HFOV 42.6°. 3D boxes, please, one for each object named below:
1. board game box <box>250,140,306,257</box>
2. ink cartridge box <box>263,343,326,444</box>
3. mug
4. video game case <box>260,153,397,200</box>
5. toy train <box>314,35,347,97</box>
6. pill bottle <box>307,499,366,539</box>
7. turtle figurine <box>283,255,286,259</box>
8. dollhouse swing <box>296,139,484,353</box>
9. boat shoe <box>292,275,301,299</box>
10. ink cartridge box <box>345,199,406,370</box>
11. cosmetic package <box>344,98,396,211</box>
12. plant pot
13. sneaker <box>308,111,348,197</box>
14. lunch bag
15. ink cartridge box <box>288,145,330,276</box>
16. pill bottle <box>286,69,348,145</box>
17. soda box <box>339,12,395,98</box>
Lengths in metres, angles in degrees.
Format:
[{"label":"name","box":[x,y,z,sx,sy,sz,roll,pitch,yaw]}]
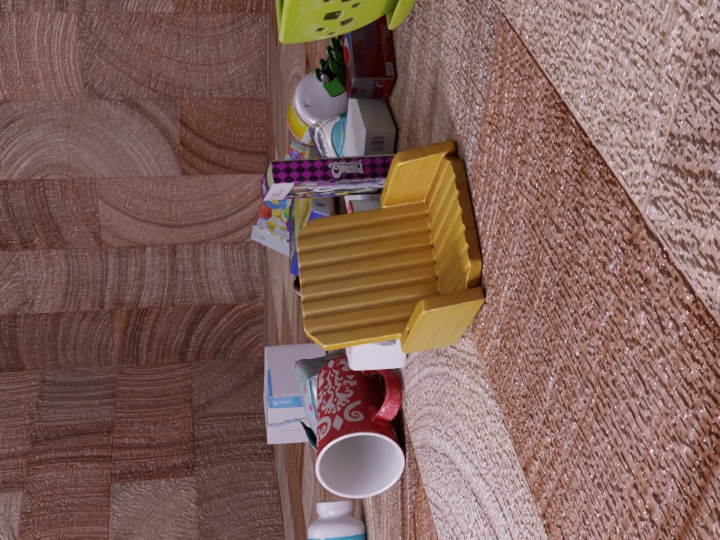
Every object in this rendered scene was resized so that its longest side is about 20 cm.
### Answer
[{"label":"board game box","box":[-0.138,-0.144,1.903,0.105,0.102,0.201,126,167,-74]},{"label":"ink cartridge box","box":[-0.152,0.293,2.182,0.201,0.145,0.147,98,166,-47]},{"label":"mug","box":[0.008,0.225,1.442,0.134,0.177,0.201,51,-166,-29]},{"label":"video game case","box":[-0.031,-0.126,1.259,0.181,0.198,0.036,169,97,-79]},{"label":"toy train","box":[-0.023,-0.338,1.440,0.056,0.042,0.201,51,-145,-26]},{"label":"pill bottle","box":[-0.041,0.535,1.727,0.111,0.110,0.202,128,139,-74]},{"label":"turtle figurine","box":[-0.141,-0.117,2.159,0.200,0.100,0.151,-49,57,54]},{"label":"dollhouse swing","box":[0.023,-0.022,1.053,0.182,0.174,0.202,108,158,-63]},{"label":"boat shoe","box":[-0.118,0.044,2.183,0.202,0.074,0.075,-105,1,-72]},{"label":"ink cartridge box","box":[0.023,0.021,1.315,0.147,0.082,0.201,-104,16,-49]},{"label":"cosmetic package","box":[0.010,-0.172,1.435,0.151,0.051,0.201,-107,17,-48]},{"label":"plant pot","box":[-0.013,-0.413,1.141,0.200,0.180,0.201,125,140,-73]},{"label":"sneaker","box":[-0.023,-0.189,1.564,0.078,0.079,0.200,55,172,31]},{"label":"lunch bag","box":[-0.048,0.263,1.679,0.170,0.121,0.202,-152,52,-76]},{"label":"ink cartridge box","box":[-0.095,-0.085,1.674,0.198,0.047,0.201,115,158,-52]},{"label":"pill bottle","box":[-0.081,-0.302,1.746,0.200,0.108,0.110,158,109,-79]},{"label":"soda box","box":[0.007,-0.359,1.369,0.070,0.063,0.202,122,145,-71]}]
